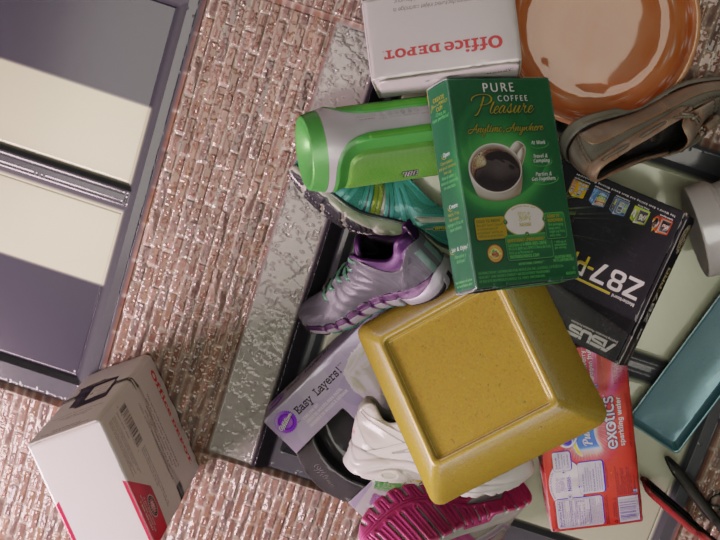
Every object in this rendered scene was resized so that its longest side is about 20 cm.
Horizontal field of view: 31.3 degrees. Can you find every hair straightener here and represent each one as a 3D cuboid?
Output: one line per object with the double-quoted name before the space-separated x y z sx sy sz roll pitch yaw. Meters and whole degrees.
"hair straightener" 0.398 0.271 1.401 0.200 0.041 0.077 43 102 -7

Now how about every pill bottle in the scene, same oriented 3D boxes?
"pill bottle" 0.428 -0.067 1.280 0.198 0.116 0.117 -18 102 7

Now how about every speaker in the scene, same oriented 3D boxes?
"speaker" 0.039 -0.130 1.275 0.198 0.088 0.089 -9 104 -14

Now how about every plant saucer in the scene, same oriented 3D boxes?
"plant saucer" 0.237 -0.245 1.287 0.198 0.037 0.202 1 104 2
"plant saucer" 0.368 0.098 1.373 0.070 0.019 0.201 33 102 -5
"plant saucer" 0.109 0.099 1.259 0.199 0.048 0.201 -29 74 15

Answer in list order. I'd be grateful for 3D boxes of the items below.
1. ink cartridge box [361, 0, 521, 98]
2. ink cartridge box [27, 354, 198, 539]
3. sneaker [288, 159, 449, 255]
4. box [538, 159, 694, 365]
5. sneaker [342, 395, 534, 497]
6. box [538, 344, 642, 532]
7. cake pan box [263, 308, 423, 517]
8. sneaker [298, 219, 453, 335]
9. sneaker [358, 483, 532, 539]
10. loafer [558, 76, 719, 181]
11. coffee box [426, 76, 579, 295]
"ink cartridge box" 0.072 -0.277 1.234 0.143 0.084 0.202 -7 85 5
"ink cartridge box" -0.250 0.193 1.334 0.084 0.200 0.146 -19 102 10
"sneaker" 0.020 -0.072 1.333 0.198 0.077 0.080 24 83 -7
"box" 0.208 -0.020 1.285 0.199 0.049 0.162 27 96 22
"sneaker" 0.084 0.173 1.327 0.198 0.078 0.100 7 101 0
"box" 0.233 0.161 1.354 0.099 0.096 0.202 -8 102 4
"cake pan box" 0.021 0.156 1.388 0.200 0.052 0.184 -43 96 12
"sneaker" 0.000 0.000 1.307 0.199 0.075 0.088 -21 121 36
"sneaker" 0.088 0.278 1.369 0.198 0.082 0.089 -7 129 -24
"loafer" 0.295 -0.133 1.268 0.198 0.063 0.072 -18 141 -13
"coffee box" 0.136 -0.083 1.225 0.122 0.044 0.202 -6 84 -26
